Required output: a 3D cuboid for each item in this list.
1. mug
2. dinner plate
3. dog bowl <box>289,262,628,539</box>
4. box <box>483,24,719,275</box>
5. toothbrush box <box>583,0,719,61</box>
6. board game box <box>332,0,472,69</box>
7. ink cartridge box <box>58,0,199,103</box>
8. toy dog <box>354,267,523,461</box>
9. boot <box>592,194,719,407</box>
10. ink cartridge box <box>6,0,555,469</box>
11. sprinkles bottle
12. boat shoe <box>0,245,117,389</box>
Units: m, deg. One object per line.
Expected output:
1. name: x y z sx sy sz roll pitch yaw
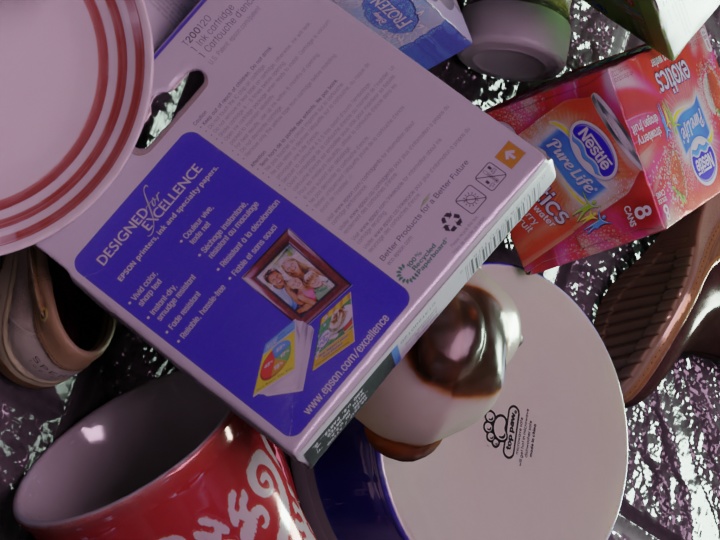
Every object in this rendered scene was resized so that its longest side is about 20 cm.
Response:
1. mug: -0.060 0.156 1.453 0.177 0.133 0.200 -43 114 -34
2. dinner plate: -0.203 -0.103 1.385 0.199 0.024 0.201 1 85 -5
3. dog bowl: 0.059 0.097 1.594 0.200 0.079 0.201 8 78 -39
4. box: 0.153 -0.074 1.643 0.200 0.095 0.100 -27 98 -64
5. toothbrush box: 0.117 -0.228 1.574 0.086 0.200 0.146 -51 157 -6
6. board game box: -0.027 -0.230 1.499 0.199 0.043 0.201 37 29 -57
7. ink cartridge box: -0.125 -0.191 1.490 0.160 0.047 0.200 45 41 -6
8. toy dog: 0.000 0.000 1.454 0.200 0.140 0.194 45 41 18
9. boot: 0.237 0.039 1.760 0.166 0.072 0.200 44 62 -31
10. ink cartridge box: -0.040 -0.035 1.391 0.200 0.043 0.198 38 79 18
11. sprinkles bottle: 0.105 -0.218 1.691 0.068 0.068 0.201 22 69 -36
12. boat shoe: -0.144 -0.039 1.450 0.074 0.066 0.201 13 73 -37
